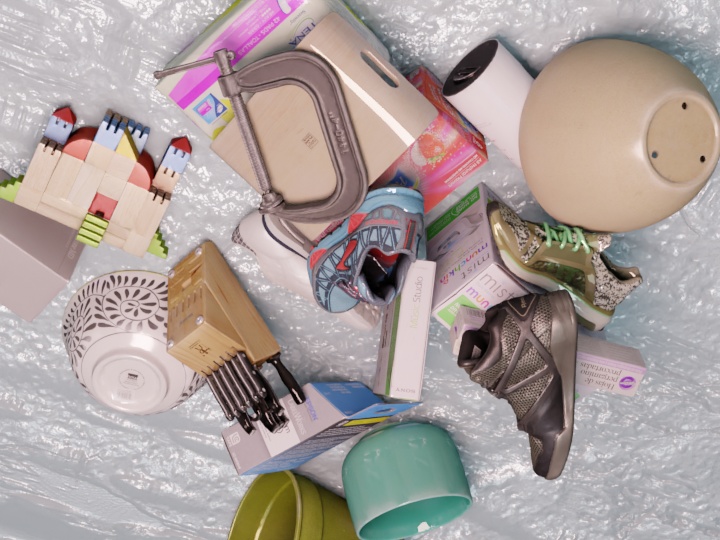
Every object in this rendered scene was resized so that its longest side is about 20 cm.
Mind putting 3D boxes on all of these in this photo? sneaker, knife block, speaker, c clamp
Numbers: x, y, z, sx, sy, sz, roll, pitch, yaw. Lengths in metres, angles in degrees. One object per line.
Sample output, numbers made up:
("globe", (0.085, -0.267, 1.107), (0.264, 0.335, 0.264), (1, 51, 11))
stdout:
("sneaker", (-0.057, 0.001, 1.312), (0.080, 0.076, 0.200), (-32, 112, 33))
("sneaker", (0.210, -0.023, 1.160), (0.200, 0.077, 0.089), (34, 121, -27))
("knife block", (-0.137, 0.085, 1.302), (0.064, 0.200, 0.176), (-36, 127, 21))
("speaker", (0.179, -0.148, 1.196), (0.200, 0.081, 0.081), (40, 115, -21))
("c clamp", (-0.085, -0.130, 1.107), (0.171, 0.027, 0.200), (-17, 108, 19))
("sneaker", (0.000, 0.000, 1.154), (0.079, 0.096, 0.200), (10, 145, -20))
("sneaker", (0.152, 0.115, 1.113), (0.114, 0.076, 0.200), (-4, 116, 3))

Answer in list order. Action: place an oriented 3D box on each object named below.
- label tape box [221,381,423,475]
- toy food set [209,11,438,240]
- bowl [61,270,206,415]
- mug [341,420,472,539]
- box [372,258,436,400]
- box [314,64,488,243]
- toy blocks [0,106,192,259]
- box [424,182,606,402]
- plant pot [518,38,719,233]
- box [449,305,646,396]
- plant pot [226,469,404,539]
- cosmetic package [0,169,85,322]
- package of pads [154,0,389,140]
("label tape box", (-0.045, 0.176, 1.374), (0.200, 0.144, 0.063), (-30, 74, 19))
("toy food set", (-0.040, -0.138, 1.135), (0.143, 0.060, 0.200), (43, 121, -6))
("bowl", (-0.269, 0.108, 1.365), (0.200, 0.094, 0.201), (1, 122, 2))
("mug", (0.053, 0.265, 1.438), (0.152, 0.115, 0.185), (-12, 152, -9))
("box", (0.046, 0.068, 1.241), (0.036, 0.200, 0.145), (7, 85, -2))
("box", (0.029, -0.106, 1.218), (0.200, 0.095, 0.103), (-39, 115, 23))
("toy blocks", (-0.277, -0.109, 1.237), (0.200, 0.100, 0.137), (24, 109, -14))
("box", (0.174, 0.030, 1.254), (0.097, 0.177, 0.200), (-40, 115, 23))
("plant pot", (0.275, -0.129, 1.121), (0.200, 0.134, 0.201), (-3, 99, -22))
("box", (0.190, 0.082, 1.159), (0.200, 0.041, 0.039), (14, 119, -10))
("plant pot", (-0.049, 0.376, 1.490), (0.193, 0.200, 0.200), (21, 122, -26))
("cosmetic package", (-0.411, -0.047, 1.262), (0.200, 0.107, 0.090), (35, 118, -21))
("package of pads", (-0.087, -0.205, 1.173), (0.200, 0.068, 0.154), (-37, 114, 23))
